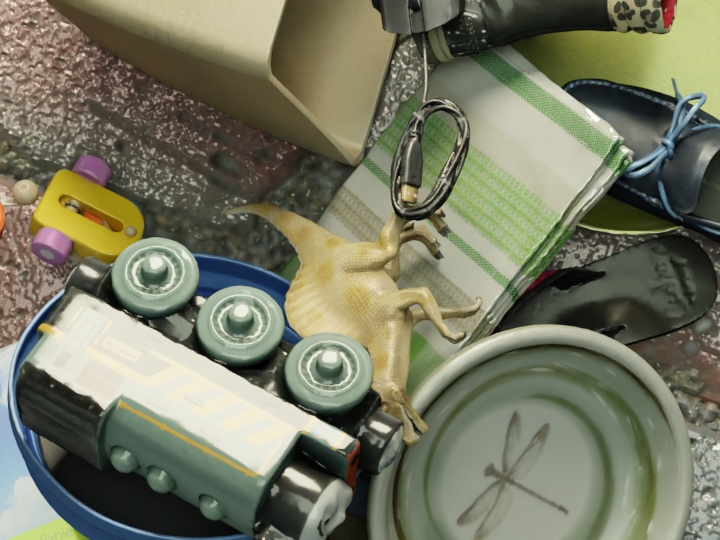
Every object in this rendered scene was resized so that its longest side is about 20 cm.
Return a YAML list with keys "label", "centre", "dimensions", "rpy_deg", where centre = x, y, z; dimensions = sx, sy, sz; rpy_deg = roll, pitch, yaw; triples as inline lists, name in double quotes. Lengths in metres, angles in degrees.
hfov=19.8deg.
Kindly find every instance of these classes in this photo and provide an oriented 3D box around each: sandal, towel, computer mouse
- label: "sandal"
  centre: [0.116, 0.031, 1.216]
  dimensions: [0.199, 0.045, 0.075]
  rpy_deg: [-24, 82, -1]
- label: "towel"
  centre: [0.052, -0.029, 1.195]
  dimensions: [0.200, 0.031, 0.149]
  rpy_deg: [-52, 50, 7]
- label: "computer mouse"
  centre: [0.030, -0.124, 1.135]
  dimensions: [0.058, 0.034, 0.201]
  rpy_deg: [-8, 69, 18]

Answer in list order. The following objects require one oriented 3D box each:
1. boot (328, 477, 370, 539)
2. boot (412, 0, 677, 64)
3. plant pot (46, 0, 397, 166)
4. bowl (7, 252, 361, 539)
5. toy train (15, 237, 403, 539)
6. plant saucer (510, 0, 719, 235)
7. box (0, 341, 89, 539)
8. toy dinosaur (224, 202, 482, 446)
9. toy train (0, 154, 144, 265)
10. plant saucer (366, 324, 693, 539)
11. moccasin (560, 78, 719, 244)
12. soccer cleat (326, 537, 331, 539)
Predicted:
- label: "boot"
  centre: [-0.060, 0.140, 1.201]
  dimensions: [0.199, 0.075, 0.097]
  rpy_deg: [32, 74, -3]
- label: "boot"
  centre: [0.115, -0.212, 1.202]
  dimensions: [0.153, 0.074, 0.205]
  rpy_deg: [-1, 60, 22]
- label: "plant pot"
  centre: [-0.079, -0.194, 1.193]
  dimensions: [0.176, 0.200, 0.201]
  rpy_deg: [13, 82, 17]
- label: "bowl"
  centre: [-0.092, 0.076, 1.125]
  dimensions: [0.199, 0.040, 0.201]
  rpy_deg: [6, 46, -6]
- label: "toy train"
  centre: [-0.080, 0.067, 1.059]
  dimensions: [0.199, 0.085, 0.114]
  rpy_deg: [28, 60, 12]
- label: "plant saucer"
  centre: [0.162, -0.119, 1.244]
  dimensions: [0.199, 0.031, 0.201]
  rpy_deg: [0, 82, 3]
- label: "box"
  centre: [-0.213, 0.157, 1.210]
  dimensions: [0.121, 0.048, 0.201]
  rpy_deg: [-22, 81, -2]
- label: "toy dinosaur"
  centre: [0.000, 0.000, 1.136]
  dimensions: [0.101, 0.058, 0.200]
  rpy_deg: [-27, 54, -12]
- label: "toy train"
  centre: [-0.183, 0.017, 1.210]
  dimensions: [0.150, 0.056, 0.200]
  rpy_deg: [-35, 80, -28]
- label: "plant saucer"
  centre: [0.092, 0.124, 1.179]
  dimensions: [0.199, 0.050, 0.201]
  rpy_deg: [-4, 104, -18]
- label: "moccasin"
  centre: [0.200, -0.061, 1.181]
  dimensions: [0.199, 0.068, 0.081]
  rpy_deg: [23, 86, 10]
- label: "soccer cleat"
  centre: [-0.022, 0.208, 1.131]
  dimensions: [0.073, 0.068, 0.201]
  rpy_deg: [-35, 86, 6]
